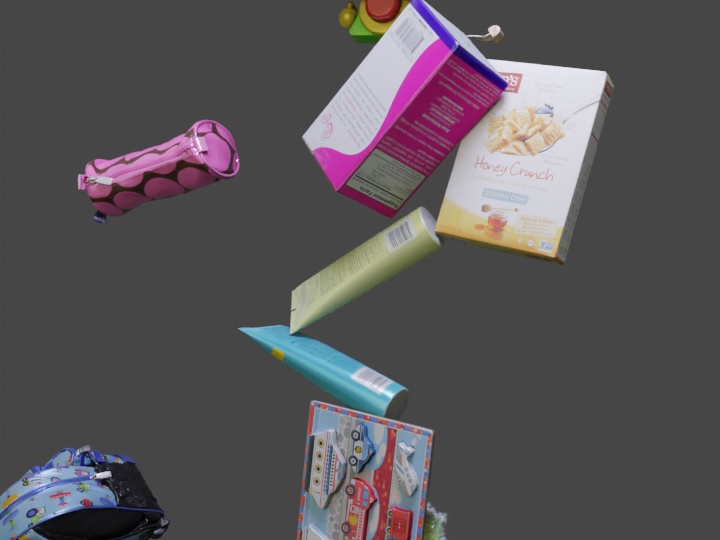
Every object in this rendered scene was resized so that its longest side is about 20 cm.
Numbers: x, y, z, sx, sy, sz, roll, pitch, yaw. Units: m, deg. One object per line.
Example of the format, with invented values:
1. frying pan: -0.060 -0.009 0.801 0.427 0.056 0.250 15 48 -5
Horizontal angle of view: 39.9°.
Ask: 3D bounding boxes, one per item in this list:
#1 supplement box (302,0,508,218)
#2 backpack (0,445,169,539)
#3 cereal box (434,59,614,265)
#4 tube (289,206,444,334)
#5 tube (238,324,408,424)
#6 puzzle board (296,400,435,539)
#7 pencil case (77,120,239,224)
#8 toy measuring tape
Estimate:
1. supplement box: 0.045 -0.172 1.075 0.200 0.103 0.102 -47 48 18
2. backpack: -0.352 0.293 1.136 0.183 0.199 0.135 -44 61 12
3. cereal box: 0.173 -0.119 1.051 0.142 0.039 0.203 13 84 31
4. tube: 0.000 0.000 1.111 0.199 0.058 0.052 -31 80 18
5. tube: -0.040 0.105 1.094 0.199 0.077 0.051 29 99 27
6. puzzle board: -0.002 0.250 1.036 0.149 0.017 0.203 9 95 30
7. pencil case: -0.256 -0.128 1.256 0.198 0.093 0.092 -17 69 23
8. toy measuring tape: 0.069 -0.298 1.144 0.197 0.074 0.075 5 79 20
